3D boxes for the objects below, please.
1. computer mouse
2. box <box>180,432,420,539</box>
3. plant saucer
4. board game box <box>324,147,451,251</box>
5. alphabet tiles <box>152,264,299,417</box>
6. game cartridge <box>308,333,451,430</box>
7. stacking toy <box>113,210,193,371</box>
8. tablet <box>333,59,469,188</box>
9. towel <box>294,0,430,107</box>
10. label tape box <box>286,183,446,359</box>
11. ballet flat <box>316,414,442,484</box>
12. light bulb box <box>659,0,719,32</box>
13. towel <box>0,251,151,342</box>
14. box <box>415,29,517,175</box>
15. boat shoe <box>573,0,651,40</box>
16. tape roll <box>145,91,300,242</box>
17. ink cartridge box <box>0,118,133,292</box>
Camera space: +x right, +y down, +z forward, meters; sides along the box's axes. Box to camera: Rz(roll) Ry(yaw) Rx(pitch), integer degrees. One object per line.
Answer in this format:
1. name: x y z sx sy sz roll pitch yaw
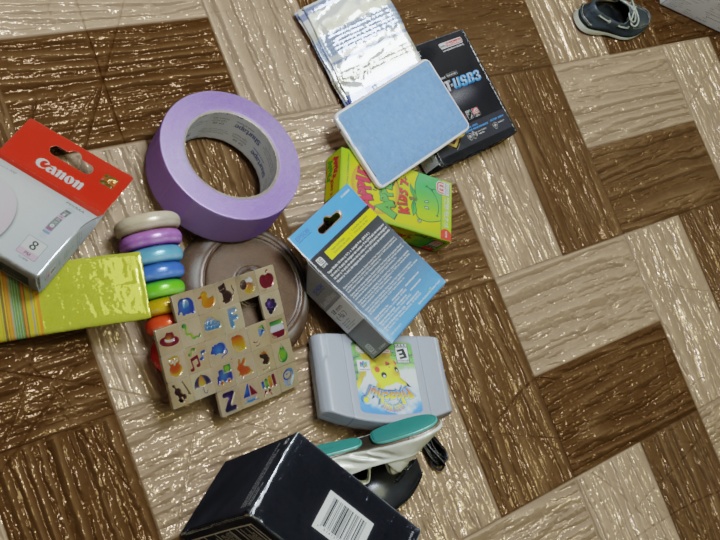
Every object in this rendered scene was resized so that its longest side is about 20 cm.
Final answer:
1. computer mouse: 0.036 0.254 1.406 0.200 0.046 0.141 -32 91 -37
2. box: -0.074 0.311 1.219 0.200 0.198 0.123 41 53 -14
3. plant saucer: -0.150 0.025 1.380 0.199 0.032 0.201 11 68 -29
4. board game box: 0.044 -0.105 1.542 0.199 0.048 0.102 15 65 -28
5. alphabet tiles: -0.169 0.097 1.302 0.200 0.008 0.168 -19 100 -42
6. game cartridge: 0.030 0.154 1.420 0.199 0.040 0.134 3 64 -24
7. stacking toy: -0.248 0.030 1.289 0.085 0.085 0.201 -10 83 -35
8. tablet: 0.064 -0.223 1.542 0.200 0.014 0.130 -36 96 -27
9. towel: 0.005 -0.344 1.584 0.146 0.024 0.201 -28 88 -8
10. label tape box: 0.000 0.000 1.429 0.200 0.063 0.144 45 54 1
11. ballet flat: 0.016 0.245 1.351 0.199 0.069 0.070 -16 80 -2
12. light bulb box: 0.748 -0.609 2.090 0.198 0.200 0.125 14 66 -29
13. towel: -0.355 0.032 1.216 0.199 0.018 0.086 -8 80 -15
14. box: 0.137 -0.276 1.667 0.200 0.050 0.199 -26 89 -37
15. boat shoe: 0.496 -0.493 1.969 0.199 0.062 0.075 -2 72 -34
16. tape roll: -0.184 -0.141 1.379 0.199 0.066 0.201 15 57 -24
17. ink cartridge box: -0.393 -0.093 1.226 0.162 0.057 0.200 30 62 3
